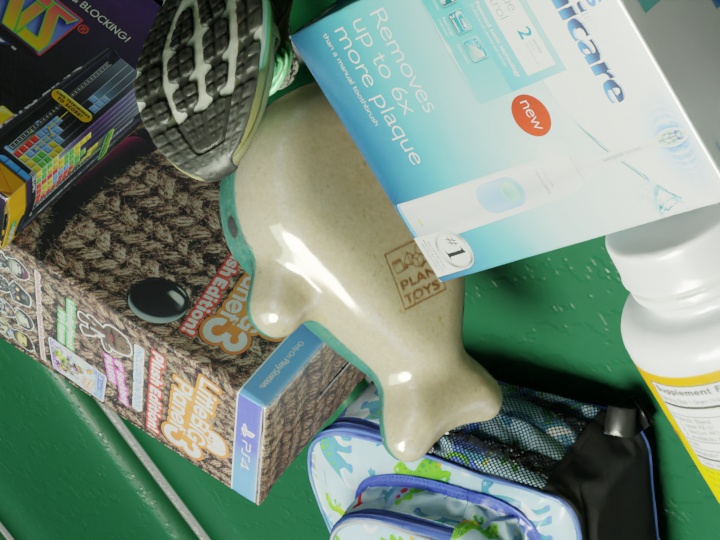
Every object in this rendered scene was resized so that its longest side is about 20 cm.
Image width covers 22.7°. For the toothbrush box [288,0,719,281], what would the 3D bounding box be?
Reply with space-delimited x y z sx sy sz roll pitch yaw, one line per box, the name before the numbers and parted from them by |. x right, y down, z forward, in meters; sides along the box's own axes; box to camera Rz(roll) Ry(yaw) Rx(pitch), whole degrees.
toothbrush box | 0.084 -0.092 0.820 0.199 0.085 0.147 -16 110 51

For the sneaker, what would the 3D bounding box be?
sneaker | -0.054 -0.113 0.886 0.077 0.201 0.089 -24 134 25

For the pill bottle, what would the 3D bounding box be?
pill bottle | 0.194 0.048 0.841 0.109 0.109 0.201 -7 124 49

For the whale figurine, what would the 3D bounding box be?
whale figurine | 0.000 0.000 0.954 0.104 0.158 0.201 -19 97 58

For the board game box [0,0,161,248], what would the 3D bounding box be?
board game box | -0.221 -0.132 1.021 0.199 0.165 0.057 37 147 8

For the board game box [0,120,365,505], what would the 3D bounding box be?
board game box | -0.090 0.007 1.046 0.199 0.160 0.097 30 144 17

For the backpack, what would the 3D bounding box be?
backpack | 0.063 0.152 1.061 0.199 0.147 0.184 18 137 37
